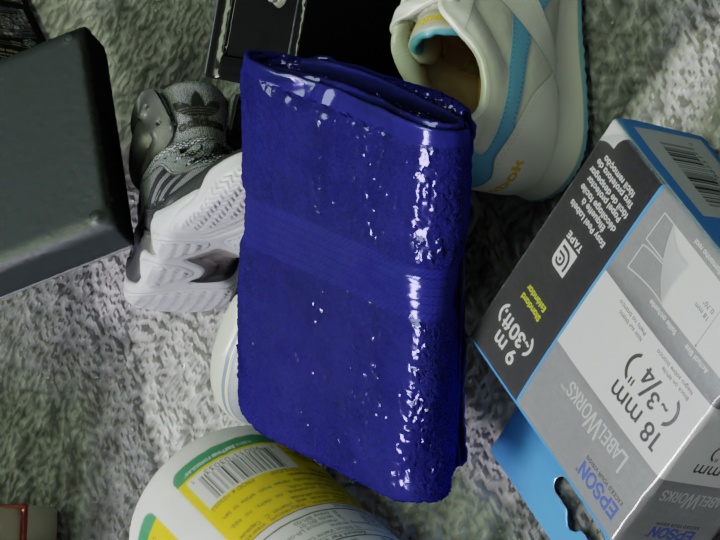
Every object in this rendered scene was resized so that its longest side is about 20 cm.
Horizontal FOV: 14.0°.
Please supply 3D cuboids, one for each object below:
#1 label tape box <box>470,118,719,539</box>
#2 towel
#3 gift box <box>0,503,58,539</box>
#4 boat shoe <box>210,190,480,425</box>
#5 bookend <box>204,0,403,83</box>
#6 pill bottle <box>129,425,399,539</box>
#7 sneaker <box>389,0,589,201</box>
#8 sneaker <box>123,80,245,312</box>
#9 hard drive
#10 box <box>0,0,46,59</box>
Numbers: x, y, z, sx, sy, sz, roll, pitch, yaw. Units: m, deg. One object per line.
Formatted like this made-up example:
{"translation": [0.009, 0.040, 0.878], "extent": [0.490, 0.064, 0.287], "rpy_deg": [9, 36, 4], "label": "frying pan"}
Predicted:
{"translation": [0.120, 0.055, 1.346], "extent": [0.200, 0.063, 0.144], "rpy_deg": [-58, 45, 26], "label": "label tape box"}
{"translation": [0.000, 0.000, 1.421], "extent": [0.148, 0.049, 0.200], "rpy_deg": [24, 120, 42], "label": "towel"}
{"translation": [-0.269, 0.221, 1.695], "extent": [0.200, 0.187, 0.185], "rpy_deg": [1, 82, 30], "label": "gift box"}
{"translation": [-0.008, 0.016, 1.500], "extent": [0.201, 0.070, 0.072], "rpy_deg": [-54, 44, 26], "label": "boat shoe"}
{"translation": [-0.046, -0.180, 1.561], "extent": [0.200, 0.092, 0.199], "rpy_deg": [15, 95, 51], "label": "bookend"}
{"translation": [-0.023, 0.171, 1.458], "extent": [0.200, 0.113, 0.113], "rpy_deg": [39, 113, 46], "label": "pill bottle"}
{"translation": [0.058, -0.135, 1.439], "extent": [0.076, 0.081, 0.200], "rpy_deg": [-29, 61, 46], "label": "sneaker"}
{"translation": [-0.082, -0.055, 1.570], "extent": [0.200, 0.075, 0.114], "rpy_deg": [137, 133, -62], "label": "sneaker"}
{"translation": [-0.226, -0.041, 1.621], "extent": [0.200, 0.033, 0.140], "rpy_deg": [-21, 55, 14], "label": "hard drive"}
{"translation": [-0.293, -0.131, 1.763], "extent": [0.086, 0.200, 0.164], "rpy_deg": [-54, 47, 31], "label": "box"}
